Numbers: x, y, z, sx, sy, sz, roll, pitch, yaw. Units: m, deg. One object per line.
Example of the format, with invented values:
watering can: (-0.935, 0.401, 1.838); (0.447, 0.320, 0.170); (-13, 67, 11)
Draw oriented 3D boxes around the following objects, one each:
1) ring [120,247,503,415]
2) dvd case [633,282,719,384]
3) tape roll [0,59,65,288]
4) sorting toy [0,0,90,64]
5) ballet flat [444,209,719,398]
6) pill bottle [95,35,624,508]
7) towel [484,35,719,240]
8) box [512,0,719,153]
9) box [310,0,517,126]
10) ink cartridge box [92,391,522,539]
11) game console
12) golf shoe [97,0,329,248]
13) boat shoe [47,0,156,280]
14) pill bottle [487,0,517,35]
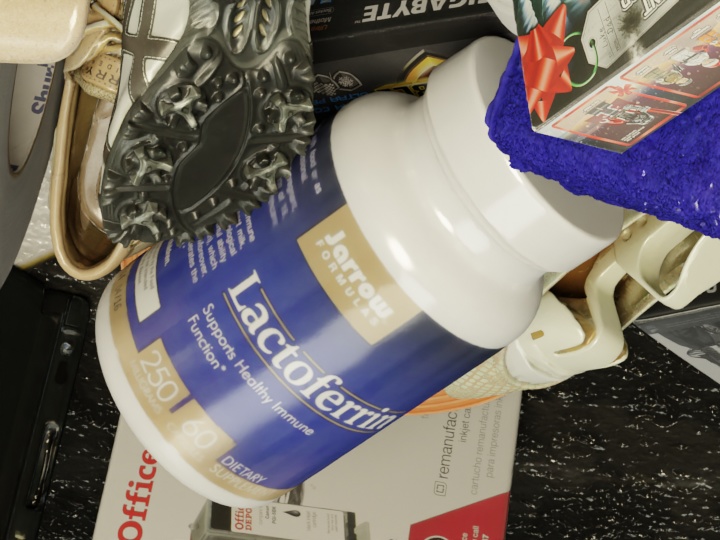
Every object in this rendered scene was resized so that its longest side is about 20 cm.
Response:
ring: (-0.008, 0.006, 1.220); (0.200, 0.019, 0.201); (8, 146, 5)
dvd case: (0.232, 0.033, 1.236); (0.150, 0.025, 0.200); (-12, 155, 30)
tape roll: (-0.151, -0.092, 1.030); (0.066, 0.201, 0.200); (12, 147, 0)
sorting toy: (-0.167, -0.166, 0.935); (0.185, 0.201, 0.036); (3, 162, 10)
ballet flat: (0.104, 0.002, 1.136); (0.067, 0.062, 0.200); (24, 122, -40)
pill bottle: (0.000, 0.000, 1.090); (0.200, 0.116, 0.116); (-36, 128, 26)
towel: (0.109, -0.115, 0.862); (0.049, 0.201, 0.148); (15, -177, -28)
box: (0.114, -0.139, 0.787); (0.040, 0.137, 0.200); (10, 150, -34)
box: (0.019, -0.054, 1.183); (0.199, 0.050, 0.199); (-7, 142, 25)
ink cartridge box: (-0.027, 0.119, 1.362); (0.199, 0.147, 0.083); (7, 146, 3)
game console: (-0.208, 0.097, 1.329); (0.116, 0.200, 0.176); (14, 147, -5)
golf shoe: (-0.056, -0.099, 1.024); (0.078, 0.095, 0.200); (2, 131, -28)
boat shoe: (-0.081, -0.085, 1.088); (0.071, 0.065, 0.200); (20, 122, 12)
pill bottle: (0.044, -0.168, 0.952); (0.104, 0.104, 0.200); (-7, 144, 24)
